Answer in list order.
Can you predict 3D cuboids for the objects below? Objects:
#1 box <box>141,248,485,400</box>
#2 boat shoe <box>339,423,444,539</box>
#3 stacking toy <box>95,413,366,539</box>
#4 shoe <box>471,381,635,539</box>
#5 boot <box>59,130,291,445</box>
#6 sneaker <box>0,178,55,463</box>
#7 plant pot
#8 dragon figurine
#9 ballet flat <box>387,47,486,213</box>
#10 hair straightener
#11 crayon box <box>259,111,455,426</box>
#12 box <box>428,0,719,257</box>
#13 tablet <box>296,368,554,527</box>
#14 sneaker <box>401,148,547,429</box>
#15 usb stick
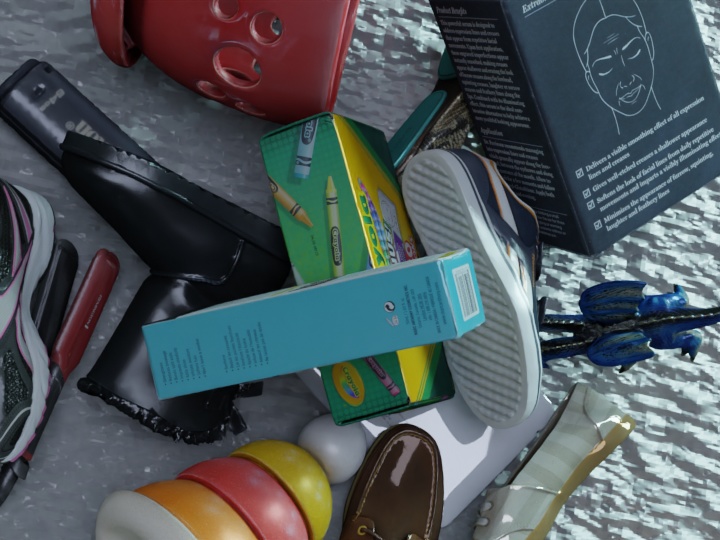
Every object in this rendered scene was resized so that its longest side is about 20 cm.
[{"bbox_3d":[-0.028,0.033,0.937,0.198,0.082,0.050,-13,91,17],"label":"box"},{"bbox_3d":[0.016,0.204,1.040,0.071,0.068,0.202,19,78,-4],"label":"boat shoe"},{"bbox_3d":[-0.067,0.167,1.026,0.199,0.146,0.147,-35,86,-34],"label":"stacking toy"},{"bbox_3d":[0.117,0.160,1.074,0.053,0.070,0.200,46,66,0],"label":"shoe"},{"bbox_3d":[-0.143,0.016,1.027,0.197,0.073,0.164,27,89,-19],"label":"boot"},{"bbox_3d":[-0.260,0.027,1.001,0.079,0.086,0.202,-10,68,15],"label":"sneaker"},{"bbox_3d":[-0.087,-0.212,1.053,0.180,0.201,0.203,11,76,0],"label":"plant pot"},{"bbox_3d":[0.193,0.039,1.077,0.099,0.199,0.060,4,76,-48],"label":"dragon figurine"},{"bbox_3d":[0.081,-0.129,1.138,0.075,0.068,0.201,33,79,-24],"label":"ballet flat"},{"bbox_3d":[-0.237,0.072,1.050,0.076,0.041,0.202,15,80,20],"label":"hair straightener"},{"bbox_3d":[0.000,0.000,1.036,0.058,0.119,0.202,-17,84,17],"label":"crayon box"},{"bbox_3d":[0.162,-0.137,1.083,0.148,0.107,0.202,-30,111,-19],"label":"box"},{"bbox_3d":[0.036,0.073,1.105,0.130,0.014,0.200,-42,88,-16],"label":"tablet"},{"bbox_3d":[0.097,0.008,1.070,0.079,0.078,0.202,-11,84,-48],"label":"sneaker"},{"bbox_3d":[-0.178,-0.072,1.087,0.200,0.033,0.056,42,75,1],"label":"usb stick"}]
